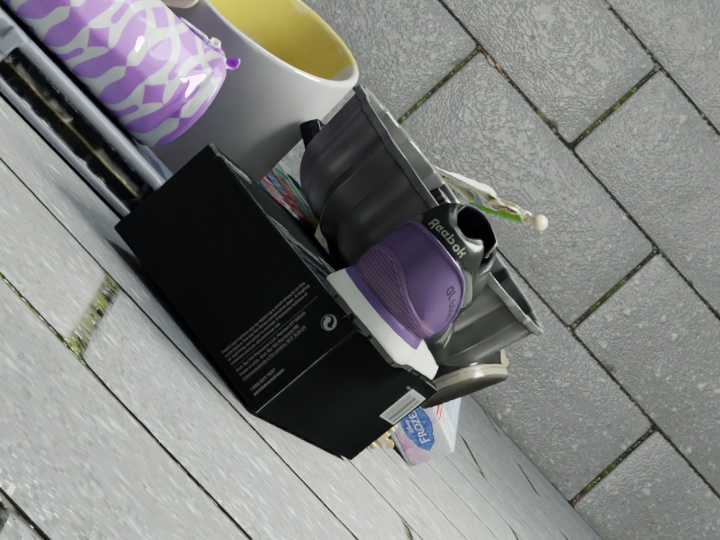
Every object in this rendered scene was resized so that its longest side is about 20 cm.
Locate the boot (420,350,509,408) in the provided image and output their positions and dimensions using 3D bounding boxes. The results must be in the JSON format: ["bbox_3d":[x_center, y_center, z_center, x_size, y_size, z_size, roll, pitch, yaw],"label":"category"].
[{"bbox_3d":[0.062,0.022,1.438,0.200,0.073,0.151,-17,87,-78],"label":"boot"}]

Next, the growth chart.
[{"bbox_3d":[0.037,-0.081,1.483,0.200,0.018,0.145,22,-2,-33],"label":"growth chart"}]

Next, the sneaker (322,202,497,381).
[{"bbox_3d":[0.043,0.007,1.021,0.076,0.088,0.200,49,3,4],"label":"sneaker"}]

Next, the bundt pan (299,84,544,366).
[{"bbox_3d":[0.032,-0.018,1.210,0.202,0.076,0.202,51,7,-9],"label":"bundt pan"}]

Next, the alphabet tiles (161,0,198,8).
[{"bbox_3d":[-0.196,-0.249,1.263,0.195,0.201,0.015,10,5,10],"label":"alphabet tiles"}]

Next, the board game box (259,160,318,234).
[{"bbox_3d":[-0.080,-0.042,1.524,0.148,0.064,0.200,53,9,24],"label":"board game box"}]

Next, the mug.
[{"bbox_3d":[-0.093,-0.123,1.359,0.186,0.153,0.150,6,38,-53],"label":"mug"}]

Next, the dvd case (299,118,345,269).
[{"bbox_3d":[0.000,0.000,1.340,0.143,0.017,0.201,33,43,-75],"label":"dvd case"}]

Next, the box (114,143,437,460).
[{"bbox_3d":[-0.044,0.025,1.091,0.141,0.079,0.200,53,4,20],"label":"box"}]

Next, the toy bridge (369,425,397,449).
[{"bbox_3d":[-0.043,0.052,1.305,0.200,0.027,0.067,48,4,-9],"label":"toy bridge"}]

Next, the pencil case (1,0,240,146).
[{"bbox_3d":[-0.163,-0.165,1.146,0.200,0.085,0.084,46,4,-29],"label":"pencil case"}]

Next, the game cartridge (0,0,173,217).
[{"bbox_3d":[-0.183,-0.100,1.178,0.200,0.041,0.133,47,6,-18],"label":"game cartridge"}]

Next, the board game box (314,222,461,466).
[{"bbox_3d":[0.027,0.027,1.531,0.200,0.041,0.200,-73,140,-66],"label":"board game box"}]
